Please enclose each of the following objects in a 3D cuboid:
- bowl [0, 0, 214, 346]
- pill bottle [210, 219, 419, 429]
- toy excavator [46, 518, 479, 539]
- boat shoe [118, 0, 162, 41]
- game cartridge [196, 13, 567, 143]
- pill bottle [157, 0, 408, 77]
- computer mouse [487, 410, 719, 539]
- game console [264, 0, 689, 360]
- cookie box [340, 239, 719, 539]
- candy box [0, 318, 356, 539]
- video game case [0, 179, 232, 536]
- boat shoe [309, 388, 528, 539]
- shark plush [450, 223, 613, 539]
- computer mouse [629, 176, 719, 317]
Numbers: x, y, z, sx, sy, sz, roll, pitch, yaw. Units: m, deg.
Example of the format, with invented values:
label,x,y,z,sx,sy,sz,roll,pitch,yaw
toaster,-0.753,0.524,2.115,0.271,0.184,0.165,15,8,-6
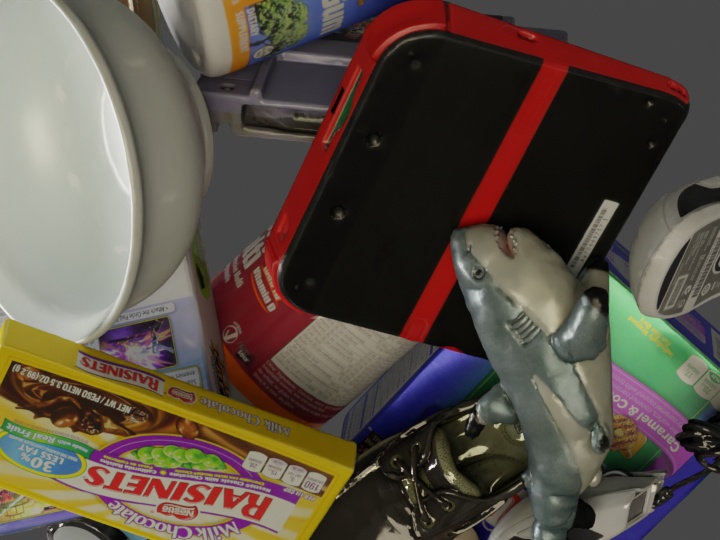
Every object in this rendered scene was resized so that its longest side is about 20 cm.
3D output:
label,x,y,z,sx,sy,sz,roll,pitch,yaw
bowl,-0.141,-0.066,1.167,0.201,0.090,0.202,22,119,47
pill bottle,0.000,0.000,1.278,0.200,0.110,0.110,-42,98,17
toy excavator,-0.055,0.149,1.297,0.200,0.100,0.194,-26,117,42
boat shoe,-0.160,-0.099,1.290,0.074,0.066,0.201,7,109,4
game cartridge,0.014,-0.110,1.233,0.199,0.130,0.039,6,126,5
pill bottle,-0.013,-0.189,1.194,0.199,0.112,0.112,-23,105,-13
computer mouse,0.135,0.129,1.237,0.200,0.110,0.044,-34,83,23
game console,0.057,-0.042,1.171,0.176,0.031,0.200,14,125,-19
cookie box,0.113,0.087,1.309,0.171,0.075,0.200,40,108,-7
candy box,-0.112,0.099,1.171,0.199,0.026,0.102,21,130,-14
video game case,-0.178,0.053,1.252,0.199,0.045,0.182,-12,81,11
boat shoe,0.048,0.110,1.222,0.200,0.066,0.072,-29,77,-4
shark plush,0.094,0.072,1.181,0.083,0.091,0.201,-2,113,7
computer mouse,0.202,-0.026,1.210,0.044,0.200,0.110,38,120,28
